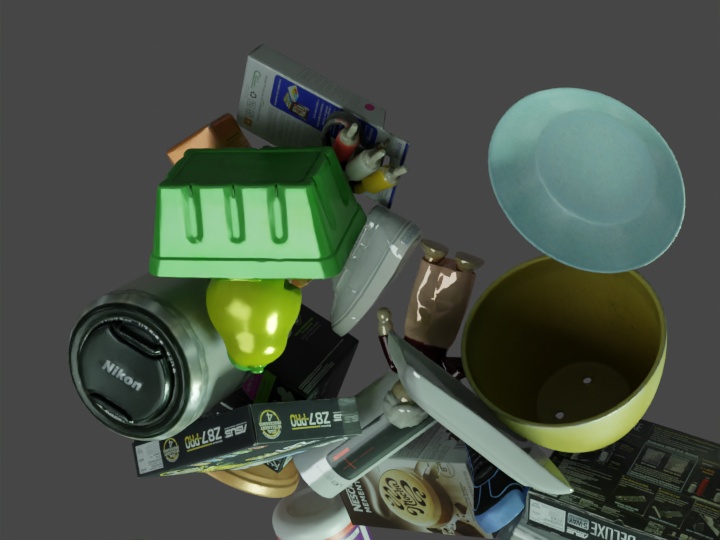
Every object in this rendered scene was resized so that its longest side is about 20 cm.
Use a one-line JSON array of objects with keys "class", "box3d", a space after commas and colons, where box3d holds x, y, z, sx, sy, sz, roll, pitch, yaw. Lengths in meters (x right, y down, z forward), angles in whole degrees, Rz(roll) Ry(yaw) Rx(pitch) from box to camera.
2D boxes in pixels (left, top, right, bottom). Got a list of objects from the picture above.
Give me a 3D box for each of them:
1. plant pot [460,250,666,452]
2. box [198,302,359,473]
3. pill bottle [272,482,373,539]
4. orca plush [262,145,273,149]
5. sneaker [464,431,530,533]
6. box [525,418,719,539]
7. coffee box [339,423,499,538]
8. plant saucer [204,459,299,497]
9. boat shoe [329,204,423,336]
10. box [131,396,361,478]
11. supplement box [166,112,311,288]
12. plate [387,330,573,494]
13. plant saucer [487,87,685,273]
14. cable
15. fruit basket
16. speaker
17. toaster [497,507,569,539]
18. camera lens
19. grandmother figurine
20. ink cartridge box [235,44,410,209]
[{"class": "plant pot", "box3d": [0.213, 0.103, 1.477, 0.199, 0.200, 0.142, 12, 151, 28]}, {"class": "box", "box3d": [-0.130, 0.109, 1.751, 0.200, 0.124, 0.149, 33, 134, 12]}, {"class": "pill bottle", "box3d": [-0.032, 0.373, 1.890, 0.112, 0.112, 0.200, 1, 122, 35]}, {"class": "orca plush", "box3d": [-0.114, -0.044, 1.665, 0.105, 0.071, 0.201, 11, 107, 9]}, {"class": "sneaker", "box3d": [0.139, 0.199, 1.578, 0.070, 0.200, 0.078, -38, 102, 23]}, {"class": "box", "box3d": [0.290, 0.225, 1.517, 0.199, 0.158, 0.050, 16, 130, 24]}, {"class": "coffee box", "box3d": [0.071, 0.241, 1.739, 0.199, 0.080, 0.113, -2, 122, 36]}, {"class": "plant saucer", "box3d": [-0.159, 0.205, 1.817, 0.200, 0.200, 0.038, 32, 102, 11]}, {"class": "boat shoe", "box3d": [0.000, 0.000, 1.604, 0.068, 0.072, 0.200, 39, 147, 5]}, {"class": "box", "box3d": [-0.124, 0.181, 1.606, 0.200, 0.161, 0.049, -21, 76, 40]}, {"class": "supplement box", "box3d": [-0.122, -0.064, 1.588, 0.066, 0.069, 0.200, -29, 99, 23]}, {"class": "plate", "box3d": [0.106, 0.143, 1.453, 0.200, 0.200, 0.032, 38, 94, -8]}, {"class": "plant saucer", "box3d": [0.220, -0.092, 1.413, 0.200, 0.039, 0.201, 20, 131, 24]}, {"class": "cable", "box3d": [-0.028, -0.091, 1.533, 0.097, 0.050, 0.200, 42, 138, -2]}, {"class": "fruit basket", "box3d": [-0.103, -0.011, 1.485, 0.215, 0.156, 0.216, 7, 121, 12]}, {"class": "speaker", "box3d": [0.018, 0.171, 1.668, 0.200, 0.081, 0.081, -37, 98, 18]}, {"class": "toaster", "box3d": [0.223, 0.300, 1.641, 0.129, 0.114, 0.200, 26, 147, 11]}, {"class": "camera lens", "box3d": [-0.199, 0.078, 1.568, 0.159, 0.200, 0.161, 8, 109, 23]}, {"class": "grandmother figurine", "box3d": [0.073, 0.076, 1.571, 0.121, 0.061, 0.201, 23, 103, 18]}, {"class": "ink cartridge box", "box3d": [-0.037, -0.151, 1.552, 0.200, 0.037, 0.095, 31, 136, 15]}]
